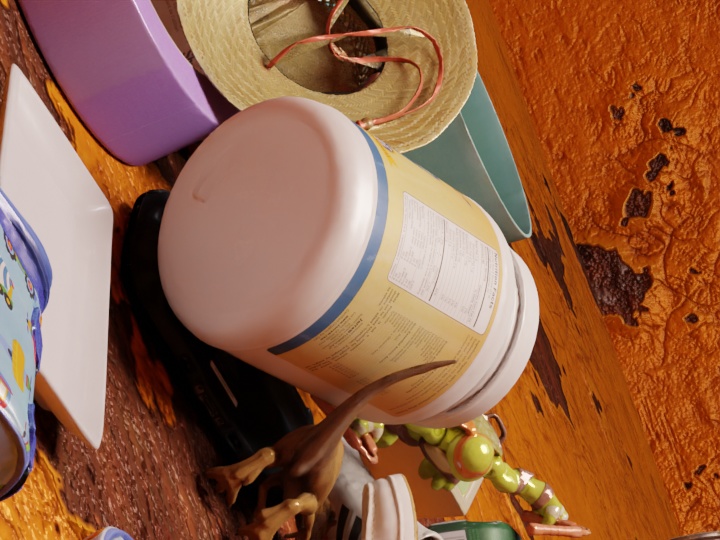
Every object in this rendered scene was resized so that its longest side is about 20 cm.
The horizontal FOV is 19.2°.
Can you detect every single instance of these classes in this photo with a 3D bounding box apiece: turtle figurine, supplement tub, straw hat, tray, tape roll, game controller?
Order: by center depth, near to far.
[{"bbox_3d":[-0.158,-0.008,1.049,0.200,0.022,0.108,-96,161,-53],"label":"tray"},{"bbox_3d":[-0.002,0.003,1.211,0.200,0.144,0.145,30,36,-47],"label":"supplement tub"},{"bbox_3d":[-0.085,0.049,1.260,0.200,0.042,0.104,61,28,-29],"label":"game controller"},{"bbox_3d":[-0.145,-0.167,1.295,0.200,0.065,0.201,-21,90,-79],"label":"tape roll"},{"bbox_3d":[-0.033,-0.142,1.338,0.085,0.201,0.202,-45,-118,61],"label":"straw hat"},{"bbox_3d":[0.050,0.107,1.365,0.200,0.065,0.161,25,-4,-12],"label":"turtle figurine"}]

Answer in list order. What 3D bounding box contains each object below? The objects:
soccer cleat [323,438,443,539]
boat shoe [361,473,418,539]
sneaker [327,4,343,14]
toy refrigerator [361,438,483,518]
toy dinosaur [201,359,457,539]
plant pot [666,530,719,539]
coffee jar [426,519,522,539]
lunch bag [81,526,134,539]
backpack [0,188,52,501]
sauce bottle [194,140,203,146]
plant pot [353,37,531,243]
[{"bbox_3d":[0.011,0.167,1.331,0.200,0.085,0.069,-98,162,-49],"label":"soccer cleat"},{"bbox_3d":[-0.004,0.199,1.208,0.071,0.069,0.200,93,0,-47],"label":"boat shoe"},{"bbox_3d":[-0.039,-0.164,1.446,0.084,0.121,0.200,29,6,-41],"label":"sneaker"},{"bbox_3d":[0.026,0.081,1.536,0.200,0.070,0.076,61,40,-28],"label":"toy refrigerator"},{"bbox_3d":[-0.028,0.104,1.201,0.060,0.106,0.200,48,-32,13],"label":"toy dinosaur"},{"bbox_3d":[0.391,0.418,2.371,0.200,0.200,0.199,50,30,-56],"label":"plant pot"},{"bbox_3d":[0.074,0.266,1.359,0.104,0.085,0.201,61,22,-67],"label":"coffee jar"},{"bbox_3d":[-0.095,0.204,0.827,0.160,0.075,0.200,55,18,-39],"label":"lunch bag"},{"bbox_3d":[-0.184,-0.016,0.681,0.200,0.134,0.183,-96,161,-61],"label":"backpack"},{"bbox_3d":[-0.066,-0.071,1.471,0.200,0.066,0.066,50,21,-61],"label":"sauce bottle"},{"bbox_3d":[0.020,-0.090,1.655,0.201,0.161,0.201,-22,90,-78],"label":"plant pot"}]
